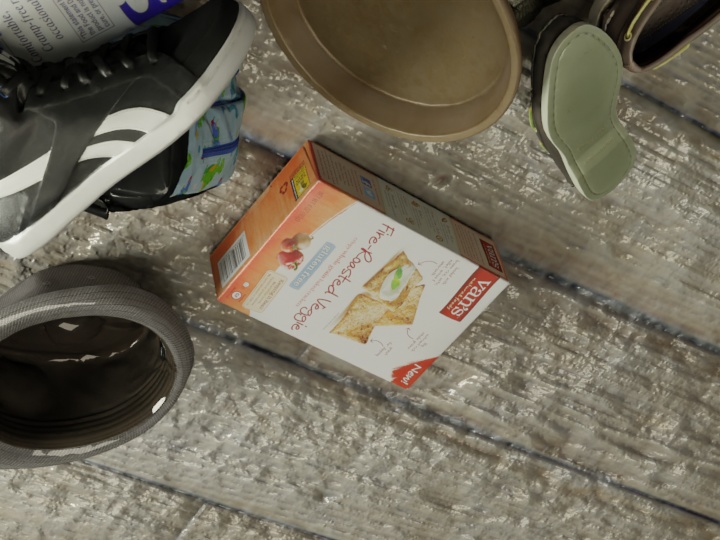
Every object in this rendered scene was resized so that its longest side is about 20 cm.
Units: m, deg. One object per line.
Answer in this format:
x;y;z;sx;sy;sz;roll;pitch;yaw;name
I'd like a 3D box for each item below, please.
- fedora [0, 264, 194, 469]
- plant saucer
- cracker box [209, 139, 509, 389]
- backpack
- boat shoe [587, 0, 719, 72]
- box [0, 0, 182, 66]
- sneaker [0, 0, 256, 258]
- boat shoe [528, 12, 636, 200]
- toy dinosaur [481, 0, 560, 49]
-0.231;0.061;1.266;0.198;0.091;0.178;-16;133;-10;fedora
0.021;-0.172;1.113;0.198;0.030;0.201;21;143;17;plant saucer
0.000;0.000;1.298;0.199;0.058;0.134;26;120;-32;cracker box
-0.149;-0.105;1.081;0.161;0.156;0.200;10;177;19;backpack
0.254;-0.216;1.169;0.199;0.060;0.072;-38;129;6;boat shoe
-0.219;-0.204;0.985;0.198;0.185;0.105;-27;132;8;box
-0.161;-0.104;0.915;0.200;0.073;0.112;-41;117;10;sneaker
0.150;-0.123;1.195;0.071;0.061;0.202;-38;149;-6;boat shoe
0.114;-0.200;1.153;0.077;0.102;0.200;45;99;5;toy dinosaur
